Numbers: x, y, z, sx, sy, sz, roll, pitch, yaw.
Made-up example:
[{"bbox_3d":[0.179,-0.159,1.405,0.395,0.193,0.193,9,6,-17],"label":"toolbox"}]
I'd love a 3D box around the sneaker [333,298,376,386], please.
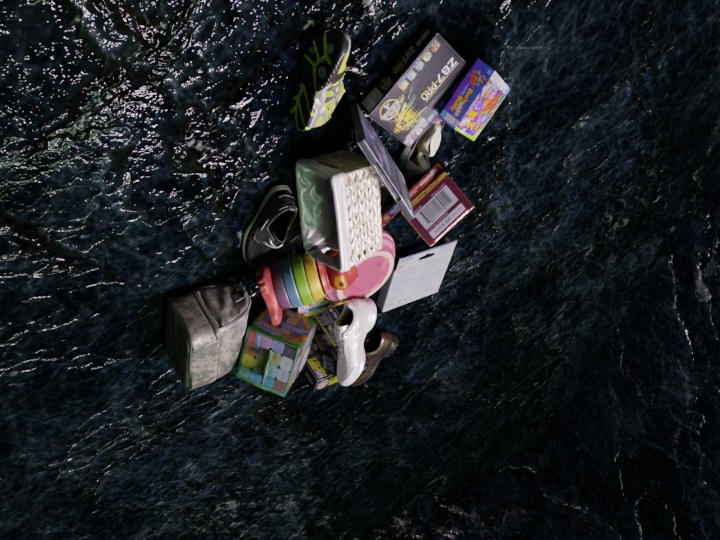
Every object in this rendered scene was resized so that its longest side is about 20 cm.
[{"bbox_3d":[-0.031,0.157,1.739,0.098,0.074,0.205,7,99,-42],"label":"sneaker"}]

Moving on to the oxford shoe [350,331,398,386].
[{"bbox_3d":[0.014,0.243,2.206,0.084,0.073,0.201,24,111,-40],"label":"oxford shoe"}]

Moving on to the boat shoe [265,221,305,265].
[{"bbox_3d":[-0.117,-0.067,1.645,0.199,0.057,0.067,-42,150,4],"label":"boat shoe"}]

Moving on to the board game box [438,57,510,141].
[{"bbox_3d":[0.238,-0.346,1.604,0.136,0.045,0.199,-55,166,14],"label":"board game box"}]

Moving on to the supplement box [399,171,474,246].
[{"bbox_3d":[0.162,-0.139,1.723,0.131,0.103,0.200,-42,-175,6],"label":"supplement box"}]

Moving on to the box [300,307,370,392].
[{"bbox_3d":[-0.093,0.174,1.849,0.158,0.201,0.045,-16,146,-35],"label":"box"}]

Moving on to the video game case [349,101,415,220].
[{"bbox_3d":[0.042,-0.207,1.482,0.019,0.144,0.201,-28,127,14],"label":"video game case"}]

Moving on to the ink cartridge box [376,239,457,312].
[{"bbox_3d":[0.146,0.004,2.045,0.193,0.043,0.203,-17,141,-31],"label":"ink cartridge box"}]

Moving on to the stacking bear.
[{"bbox_3d":[-0.103,0.016,1.603,0.195,0.115,0.123,-15,124,2],"label":"stacking bear"}]

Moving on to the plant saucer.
[{"bbox_3d":[0.000,0.000,1.716,0.197,0.051,0.203,-26,145,-20],"label":"plant saucer"}]

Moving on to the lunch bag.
[{"bbox_3d":[-0.308,0.130,1.615,0.165,0.140,0.202,-19,146,-28],"label":"lunch bag"}]

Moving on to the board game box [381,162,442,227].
[{"bbox_3d":[0.087,-0.145,1.641,0.200,0.020,0.103,-45,-175,-25],"label":"board game box"}]

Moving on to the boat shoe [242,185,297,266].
[{"bbox_3d":[-0.182,-0.074,1.556,0.071,0.068,0.201,-8,143,-42],"label":"boat shoe"}]

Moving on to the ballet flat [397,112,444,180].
[{"bbox_3d":[0.130,-0.256,1.652,0.068,0.072,0.202,-10,140,-31],"label":"ballet flat"}]

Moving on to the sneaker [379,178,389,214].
[{"bbox_3d":[0.023,-0.155,1.637,0.085,0.077,0.202,-48,159,-38],"label":"sneaker"}]

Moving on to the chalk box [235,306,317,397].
[{"bbox_3d":[-0.186,0.176,1.669,0.200,0.121,0.127,-55,165,-69],"label":"chalk box"}]

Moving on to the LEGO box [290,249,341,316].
[{"bbox_3d":[-0.073,0.011,1.777,0.197,0.078,0.151,-19,144,-30],"label":"LEGO box"}]

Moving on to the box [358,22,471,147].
[{"bbox_3d":[0.109,-0.356,1.515,0.200,0.049,0.160,-48,147,13],"label":"box"}]

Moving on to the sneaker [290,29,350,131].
[{"bbox_3d":[-0.060,-0.334,1.352,0.075,0.076,0.201,-21,156,-39],"label":"sneaker"}]

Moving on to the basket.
[{"bbox_3d":[-0.038,-0.123,1.526,0.122,0.134,0.204,-24,123,-32],"label":"basket"}]
